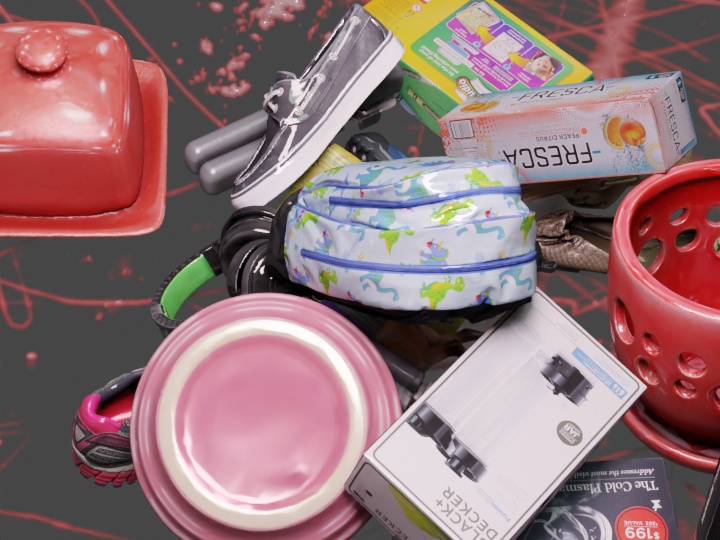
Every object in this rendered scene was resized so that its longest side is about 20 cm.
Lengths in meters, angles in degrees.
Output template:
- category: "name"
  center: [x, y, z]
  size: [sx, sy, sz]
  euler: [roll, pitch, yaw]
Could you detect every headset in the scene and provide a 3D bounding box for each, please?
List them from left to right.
- category: "headset"
  center: [-0.068, 0.006, 1.581]
  size: [0.199, 0.094, 0.124]
  euler: [-30, 27, 1]

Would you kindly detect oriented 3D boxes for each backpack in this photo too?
- category: "backpack"
  center: [0.044, -0.022, 1.449]
  size: [0.162, 0.155, 0.200]
  euler: [-1, 21, -25]

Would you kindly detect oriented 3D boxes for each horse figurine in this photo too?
- category: "horse figurine"
  center: [0.042, 0.095, 1.548]
  size: [0.132, 0.050, 0.201]
  euler: [16, 84, 11]

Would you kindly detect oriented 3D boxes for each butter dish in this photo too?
- category: "butter dish"
  center: [-0.261, -0.139, 1.659]
  size: [0.199, 0.148, 0.200]
  euler: [0, 53, -5]

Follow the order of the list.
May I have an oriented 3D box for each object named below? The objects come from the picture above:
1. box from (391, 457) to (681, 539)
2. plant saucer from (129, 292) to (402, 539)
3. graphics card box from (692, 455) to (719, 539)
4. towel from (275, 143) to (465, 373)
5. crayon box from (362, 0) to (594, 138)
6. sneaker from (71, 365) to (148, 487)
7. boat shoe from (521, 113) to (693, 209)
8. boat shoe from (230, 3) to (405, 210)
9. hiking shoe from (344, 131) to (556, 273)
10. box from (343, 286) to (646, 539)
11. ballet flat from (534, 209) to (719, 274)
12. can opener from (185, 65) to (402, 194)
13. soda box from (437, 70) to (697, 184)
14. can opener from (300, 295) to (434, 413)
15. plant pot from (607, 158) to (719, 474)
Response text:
- category: "box"
  center: [0.133, 0.242, 1.439]
  size: [0.199, 0.104, 0.183]
  euler: [-3, 55, -7]
- category: "plant saucer"
  center: [-0.069, 0.112, 1.435]
  size: [0.199, 0.051, 0.202]
  euler: [0, 78, 2]
- category: "graphics card box"
  center: [0.323, 0.156, 1.462]
  size: [0.125, 0.201, 0.051]
  euler: [11, 40, 4]
- category: "towel"
  center: [0.000, 0.000, 1.623]
  size: [0.200, 0.023, 0.144]
  euler: [37, 88, 22]
- category: "crayon box"
  center: [0.094, -0.182, 1.779]
  size: [0.200, 0.058, 0.119]
  euler: [40, 60, 22]
- category: "sneaker"
  center: [-0.129, 0.097, 1.542]
  size: [0.199, 0.075, 0.081]
  euler: [-29, 61, -25]
- category: "boat shoe"
  center: [0.202, -0.082, 1.704]
  size: [0.199, 0.065, 0.071]
  euler: [-17, 20, -19]
- category: "boat shoe"
  center: [-0.049, -0.135, 1.643]
  size: [0.068, 0.072, 0.200]
  euler: [43, 81, -15]
- category: "hiking shoe"
  center: [0.067, -0.046, 1.678]
  size: [0.086, 0.075, 0.200]
  euler: [-26, 64, -40]
- category: "box"
  center: [0.097, 0.119, 1.412]
  size: [0.117, 0.060, 0.200]
  euler: [43, 59, 9]
- category: "ballet flat"
  center: [0.239, -0.021, 1.680]
  size: [0.199, 0.046, 0.068]
  euler: [9, 53, 1]
- category: "can opener"
  center: [-0.058, -0.131, 1.717]
  size: [0.199, 0.067, 0.053]
  euler: [-28, 59, -16]
- category: "soda box"
  center: [0.165, -0.112, 1.608]
  size: [0.199, 0.064, 0.068]
  euler: [-2, 23, 36]
- category: "can opener"
  center: [0.030, 0.081, 1.494]
  size: [0.199, 0.067, 0.053]
  euler: [31, 37, 4]
- category: "plant pot"
  center: [0.285, 0.040, 1.543]
  size: [0.199, 0.183, 0.201]
  euler: [1, 42, -1]
